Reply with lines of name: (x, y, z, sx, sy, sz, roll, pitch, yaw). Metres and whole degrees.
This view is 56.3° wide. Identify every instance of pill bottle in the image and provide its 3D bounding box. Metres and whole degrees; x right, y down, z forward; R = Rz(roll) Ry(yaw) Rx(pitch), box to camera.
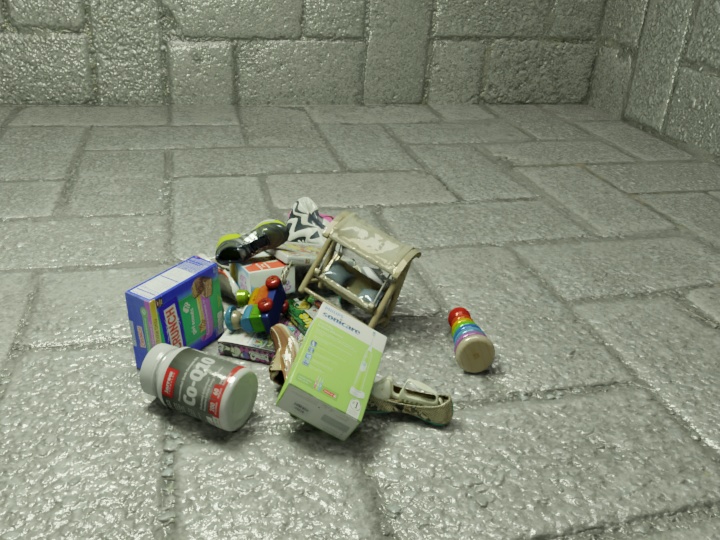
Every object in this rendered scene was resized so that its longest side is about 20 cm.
pill bottle: (-0.296, 0.207, 1.226, 0.196, 0.116, 0.114, 15, 29, 20)

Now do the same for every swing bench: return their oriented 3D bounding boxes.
swing bench: (0.000, 0.000, 1.498, 0.196, 0.204, 0.129, 29, 13, 16)

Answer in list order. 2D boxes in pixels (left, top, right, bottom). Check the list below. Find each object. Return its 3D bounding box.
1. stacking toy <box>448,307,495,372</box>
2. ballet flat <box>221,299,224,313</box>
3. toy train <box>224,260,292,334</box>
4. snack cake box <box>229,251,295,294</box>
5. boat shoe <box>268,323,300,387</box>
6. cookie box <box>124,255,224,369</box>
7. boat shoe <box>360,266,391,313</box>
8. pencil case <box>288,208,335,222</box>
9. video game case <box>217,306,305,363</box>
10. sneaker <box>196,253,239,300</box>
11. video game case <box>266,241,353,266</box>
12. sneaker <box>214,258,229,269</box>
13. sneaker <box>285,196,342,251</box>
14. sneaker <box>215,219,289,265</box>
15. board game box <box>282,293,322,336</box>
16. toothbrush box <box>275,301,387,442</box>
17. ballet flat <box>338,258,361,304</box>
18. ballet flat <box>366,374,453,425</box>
stacking toy: (0.231, 0.137, 1.479, 0.083, 0.087, 0.201, 1, 23, -5)
ballet flat: (-0.399, 0.063, 1.549, 0.195, 0.064, 0.068, 12, 27, 15)
toy train: (-0.218, 0.053, 1.467, 0.113, 0.086, 0.202, -5, 39, 13)
snack cake box: (-0.242, 0.005, 1.638, 0.112, 0.069, 0.199, -7, 17, -23)
boat shoe: (-0.144, 0.186, 1.303, 0.070, 0.077, 0.201, -17, 47, -17)
cookie box: (-0.375, 0.090, 1.381, 0.074, 0.175, 0.199, 14, 29, 26)
boat shoe: (0.055, 0.044, 1.652, 0.065, 0.072, 0.200, -6, 21, -15)
pencil case: (-0.112, -0.134, 1.946, 0.196, 0.092, 0.094, 17, 43, 28)
video game case: (-0.191, 0.132, 1.473, 0.177, 0.037, 0.201, 9, 27, 10)
sneaker: (-0.359, 0.035, 1.628, 0.082, 0.078, 0.198, -42, 45, -20)
video game case: (-0.137, -0.043, 1.678, 0.178, 0.023, 0.199, 4, 12, -29)
sneaker: (-0.285, -0.060, 1.771, 0.195, 0.092, 0.075, -6, 28, -20)
sneaker: (-0.141, -0.087, 1.871, 0.200, 0.129, 0.079, 51, 38, 5)
sneaker: (-0.257, -0.057, 1.592, 0.196, 0.075, 0.082, -20, 27, 14)
board game box: (-0.087, 0.115, 1.465, 0.103, 0.024, 0.199, -14, 35, -33)
toothbrush box: (-0.049, 0.182, 1.233, 0.143, 0.087, 0.202, 28, 46, -7)
ballet flat: (-0.026, 0.022, 1.677, 0.071, 0.075, 0.201, 1, 25, -6)
ballet flat: (0.080, 0.235, 1.266, 0.195, 0.077, 0.068, 10, 28, 11)
